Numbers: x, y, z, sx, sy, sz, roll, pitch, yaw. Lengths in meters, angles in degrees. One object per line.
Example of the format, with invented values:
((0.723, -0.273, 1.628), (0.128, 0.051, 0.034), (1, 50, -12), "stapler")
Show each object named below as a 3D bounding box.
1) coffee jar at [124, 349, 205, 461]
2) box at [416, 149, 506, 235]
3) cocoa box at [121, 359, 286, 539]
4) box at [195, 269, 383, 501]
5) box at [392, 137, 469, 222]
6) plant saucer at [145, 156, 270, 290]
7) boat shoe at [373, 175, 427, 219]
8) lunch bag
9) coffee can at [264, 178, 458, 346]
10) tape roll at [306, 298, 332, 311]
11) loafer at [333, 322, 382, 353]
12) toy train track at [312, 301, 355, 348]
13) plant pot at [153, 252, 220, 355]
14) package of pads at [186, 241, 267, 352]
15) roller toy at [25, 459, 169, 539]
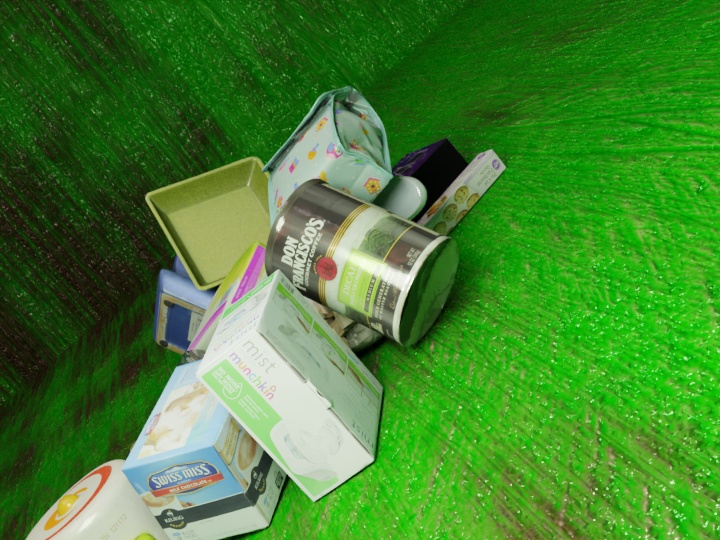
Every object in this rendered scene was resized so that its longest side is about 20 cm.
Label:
((-0.234, 0.214, 1.559), (0.200, 0.104, 0.085), (-59, -29, 10), "coffee jar")
((0.149, -0.108, 1.786), (0.200, 0.041, 0.039), (-47, 16, -28), "box")
((-0.169, 0.205, 1.387), (0.133, 0.132, 0.200), (-18, 27, 23), "cocoa box")
((-0.072, 0.126, 1.318), (0.097, 0.200, 0.177), (-36, 15, 17), "box")
((0.073, -0.120, 1.950), (0.200, 0.079, 0.141), (-47, 13, -27), "box")
((-0.205, -0.065, 1.810), (0.199, 0.200, 0.048), (-22, -28, -22), "plant saucer")
((0.031, -0.083, 1.670), (0.202, 0.075, 0.086), (-26, -10, 39), "boat shoe")
((-0.050, -0.150, 1.619), (0.170, 0.122, 0.200), (-49, 31, 27), "lunch bag")
((0.002, -0.012, 1.455), (0.146, 0.199, 0.147), (-48, -28, -36), "coffee can")
((0.000, 0.000, 1.647), (0.202, 0.071, 0.202), (-22, 4, 2), "tape roll")
((-0.023, 0.089, 1.598), (0.070, 0.070, 0.200), (-18, -2, -36), "loafer")
((-0.061, 0.107, 1.566), (0.032, 0.115, 0.200), (-16, -22, -36), "toy train track")
((-0.223, 0.042, 1.876), (0.200, 0.199, 0.180), (107, -172, -48), "plant pot")
((-0.179, 0.065, 1.644), (0.200, 0.068, 0.155), (-47, 17, 51), "package of pads")
((-0.328, 0.337, 1.459), (0.200, 0.140, 0.183), (-35, 15, 23), "roller toy")
